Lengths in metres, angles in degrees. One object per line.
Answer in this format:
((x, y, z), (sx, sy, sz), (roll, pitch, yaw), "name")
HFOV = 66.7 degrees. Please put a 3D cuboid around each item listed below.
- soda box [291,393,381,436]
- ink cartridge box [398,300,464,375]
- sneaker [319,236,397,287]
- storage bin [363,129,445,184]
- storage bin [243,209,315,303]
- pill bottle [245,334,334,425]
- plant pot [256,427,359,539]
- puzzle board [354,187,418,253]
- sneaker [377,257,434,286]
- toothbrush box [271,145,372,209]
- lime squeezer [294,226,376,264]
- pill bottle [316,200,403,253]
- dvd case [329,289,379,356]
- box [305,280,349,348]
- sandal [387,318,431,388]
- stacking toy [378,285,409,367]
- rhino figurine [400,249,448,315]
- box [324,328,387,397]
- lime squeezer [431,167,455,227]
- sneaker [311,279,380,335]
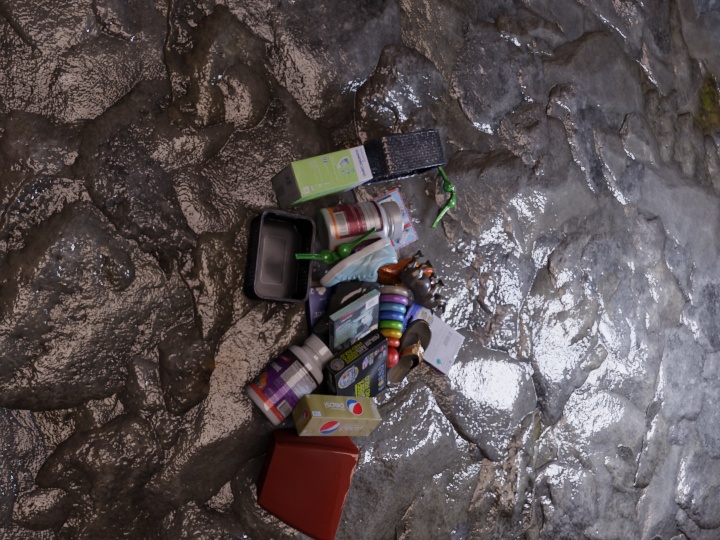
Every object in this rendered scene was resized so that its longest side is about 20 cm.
((-0.052, 0.332, 1.248), (0.198, 0.064, 0.068), (14, 123, -36), "soda box")
((0.183, 0.183, 1.489), (0.199, 0.042, 0.120), (37, 72, -22), "ink cartridge box")
((0.000, 0.000, 1.303), (0.198, 0.074, 0.083), (-30, 86, -3), "sneaker")
((0.106, -0.296, 1.427), (0.198, 0.135, 0.095), (-16, 93, -28), "storage bin")
((-0.190, -0.028, 1.283), (0.133, 0.093, 0.204), (9, 82, -27), "storage bin")
((-0.156, 0.244, 1.254), (0.200, 0.111, 0.112), (-42, 104, -18), "pill bottle")
((-0.129, 0.453, 1.217), (0.174, 0.200, 0.203), (19, 82, -10), "plant pot")
((0.053, -0.116, 1.462), (0.198, 0.017, 0.153), (-28, 98, -27), "puzzle board")
((0.109, 0.001, 1.461), (0.198, 0.073, 0.078), (10, 64, -33), "sneaker")
((-0.094, -0.223, 1.322), (0.198, 0.145, 0.087), (-19, 93, -27), "toothbrush box")
((-0.057, -0.051, 1.274), (0.197, 0.038, 0.071), (-19, 137, -12), "lime squeezer")
((-0.001, -0.111, 1.361), (0.197, 0.114, 0.116), (-11, 90, -18), "pill bottle")
((-0.015, 0.154, 1.324), (0.145, 0.022, 0.202), (-30, 141, -31), "dvd case")
((-0.075, 0.125, 1.364), (0.119, 0.032, 0.204), (-4, 88, -28), "box")
((0.124, 0.221, 1.414), (0.081, 0.055, 0.201), (34, 92, -20), "sandal")
((0.077, 0.145, 1.399), (0.084, 0.085, 0.203), (13, 73, -26), "stacking toy")
((0.171, 0.046, 1.420), (0.087, 0.060, 0.201), (-39, 123, -3), "rhino figurine")
((-0.007, 0.255, 1.314), (0.159, 0.044, 0.202), (-32, 141, -28), "box")
((0.235, -0.220, 1.555), (0.069, 0.038, 0.204), (1, 83, 4), "lime squeezer")
((-0.047, 0.080, 1.332), (0.199, 0.076, 0.091), (-38, 84, -24), "sneaker")
